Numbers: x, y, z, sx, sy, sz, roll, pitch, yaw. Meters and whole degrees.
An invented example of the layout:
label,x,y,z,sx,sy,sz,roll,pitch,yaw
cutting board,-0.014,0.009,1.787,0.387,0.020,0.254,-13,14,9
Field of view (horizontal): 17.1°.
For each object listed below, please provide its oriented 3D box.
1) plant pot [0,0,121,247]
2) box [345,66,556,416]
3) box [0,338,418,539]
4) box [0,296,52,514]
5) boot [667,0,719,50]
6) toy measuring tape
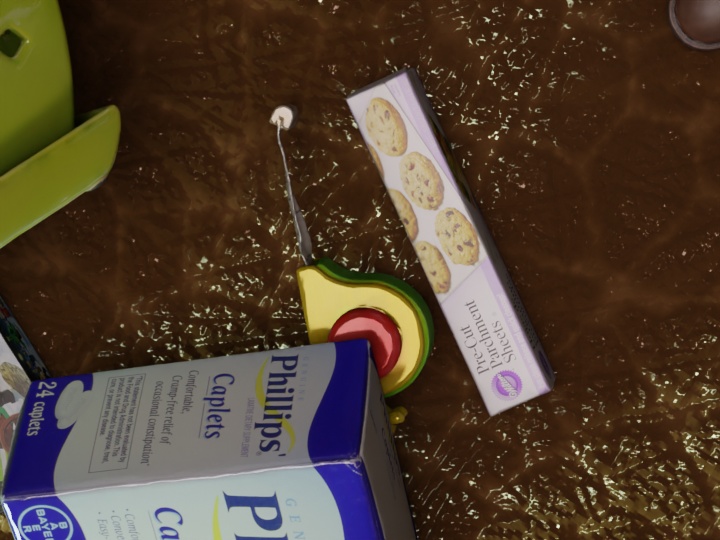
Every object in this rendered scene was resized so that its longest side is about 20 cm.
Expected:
label,x,y,z,sx,sy,sz,roll,pitch,yaw
plant pot,-0.253,-0.086,1.282,0.200,0.199,0.182,-36,101,-21
box,0.052,-0.017,1.352,0.041,0.039,0.200,-23,95,12
box,-0.075,0.151,1.329,0.200,0.105,0.184,-8,124,9
box,-0.266,0.060,1.408,0.136,0.038,0.200,-32,93,11
boot,0.231,-0.179,1.222,0.186,0.200,0.064,-42,91,11
toy measuring tape,0.000,0.000,1.348,0.073,0.074,0.200,-10,97,9
